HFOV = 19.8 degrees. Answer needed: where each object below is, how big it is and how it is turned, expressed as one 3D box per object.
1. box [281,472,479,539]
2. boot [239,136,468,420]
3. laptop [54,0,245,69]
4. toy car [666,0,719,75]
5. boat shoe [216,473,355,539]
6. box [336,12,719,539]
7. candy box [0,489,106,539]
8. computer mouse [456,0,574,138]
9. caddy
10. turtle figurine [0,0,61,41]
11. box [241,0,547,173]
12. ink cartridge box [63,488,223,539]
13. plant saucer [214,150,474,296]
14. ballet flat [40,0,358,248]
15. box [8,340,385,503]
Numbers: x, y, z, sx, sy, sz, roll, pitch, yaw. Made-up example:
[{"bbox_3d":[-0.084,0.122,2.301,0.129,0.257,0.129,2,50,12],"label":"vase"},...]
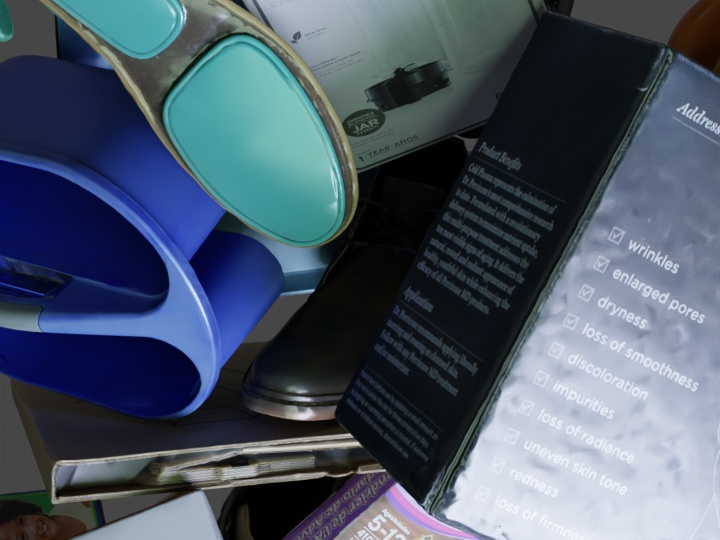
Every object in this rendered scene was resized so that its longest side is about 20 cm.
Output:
[{"bbox_3d":[0.056,0.177,1.057,0.137,0.039,0.200,-43,115,9],"label":"box"},{"bbox_3d":[0.000,0.000,0.967,0.074,0.200,0.098,13,110,19],"label":"boot"},{"bbox_3d":[-0.039,-0.122,0.925,0.186,0.200,0.117,-7,84,-13],"label":"laptop"},{"bbox_3d":[0.195,-0.045,1.022,0.174,0.150,0.201,-13,119,-14],"label":"toy car"},{"bbox_3d":[-0.051,0.140,1.090,0.201,0.074,0.073,-63,159,13],"label":"boat shoe"},{"bbox_3d":[0.130,0.030,0.855,0.199,0.124,0.198,27,95,-24],"label":"box"},{"bbox_3d":[-0.231,0.210,1.087,0.198,0.077,0.170,-5,121,-16],"label":"candy box"},{"bbox_3d":[0.101,-0.147,0.992,0.058,0.034,0.201,9,117,-44],"label":"computer mouse"},{"bbox_3d":[-0.131,-0.009,0.916,0.105,0.199,0.142,-46,136,-38],"label":"caddy"},{"bbox_3d":[-0.221,-0.089,0.860,0.199,0.150,0.101,-22,117,24],"label":"turtle figurine"},{"bbox_3d":[0.009,-0.133,0.866,0.116,0.060,0.200,-21,147,9],"label":"box"},{"bbox_3d":[-0.133,0.184,0.944,0.174,0.084,0.200,-20,164,-7],"label":"ink cartridge box"},{"bbox_3d":[-0.020,-0.023,1.048,0.198,0.019,0.070,-7,122,-12],"label":"plant saucer"},{"bbox_3d":[-0.070,-0.095,0.836,0.068,0.063,0.200,-36,112,15],"label":"ballet flat"},{"bbox_3d":[-0.077,0.068,0.978,0.162,0.200,0.021,-4,101,-14],"label":"box"}]
